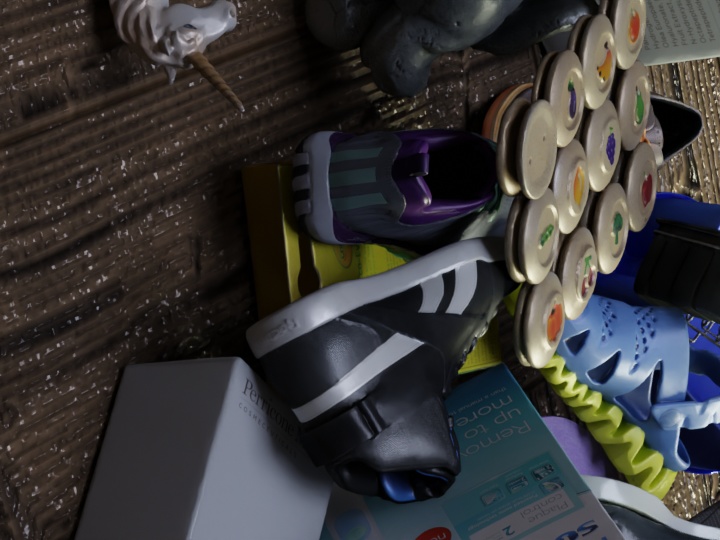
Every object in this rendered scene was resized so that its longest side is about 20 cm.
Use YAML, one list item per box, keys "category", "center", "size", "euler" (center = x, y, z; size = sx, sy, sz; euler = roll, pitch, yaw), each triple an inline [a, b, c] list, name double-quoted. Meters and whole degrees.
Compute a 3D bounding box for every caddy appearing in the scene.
- category: "caddy"
  center: [0.216, 0.041, 1.835]
  size: [0.200, 0.105, 0.142]
  euler: [47, 65, -31]

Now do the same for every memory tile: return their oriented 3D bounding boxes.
- category: "memory tile"
  center: [0.117, -0.054, 1.538]
  size: [0.200, 0.017, 0.154]
  euler: [-50, 140, -51]

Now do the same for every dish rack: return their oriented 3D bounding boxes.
- category: "dish rack"
  center: [0.256, 0.048, 1.691]
  size: [0.200, 0.153, 0.055]
  euler: [34, 87, -16]

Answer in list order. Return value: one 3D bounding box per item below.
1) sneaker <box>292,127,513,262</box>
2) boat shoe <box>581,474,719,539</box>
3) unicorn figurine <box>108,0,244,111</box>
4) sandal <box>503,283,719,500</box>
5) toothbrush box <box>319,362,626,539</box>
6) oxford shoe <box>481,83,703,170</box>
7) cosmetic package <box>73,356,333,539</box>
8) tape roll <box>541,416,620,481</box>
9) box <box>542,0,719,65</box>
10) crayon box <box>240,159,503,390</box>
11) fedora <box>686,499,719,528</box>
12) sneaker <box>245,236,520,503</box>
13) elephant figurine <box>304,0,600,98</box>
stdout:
- category: "sneaker"
  center: [0.051, -0.039, 1.510]
  size: [0.200, 0.087, 0.075]
  euler: [-5, 89, -57]
- category: "boat shoe"
  center: [0.173, 0.169, 1.648]
  size: [0.199, 0.075, 0.061]
  euler: [20, 69, -32]
- category: "unicorn figurine"
  center: [-0.092, -0.187, 1.429]
  size: [0.137, 0.074, 0.201]
  euler: [-44, 108, -39]
- category: "sandal"
  center: [0.146, 0.044, 1.646]
  size: [0.200, 0.087, 0.080]
  euler: [47, 13, -42]
- category: "toothbrush box"
  center: [0.051, 0.151, 1.440]
  size: [0.086, 0.146, 0.200]
  euler: [64, -2, -29]
- category: "oxford shoe"
  center: [0.138, -0.082, 1.756]
  size: [0.200, 0.073, 0.072]
  euler: [-21, 103, -56]
- category: "cosmetic package"
  center: [-0.083, 0.153, 1.386]
  size: [0.101, 0.071, 0.201]
  euler: [45, 50, -45]
- category: "tape roll"
  center: [0.086, 0.183, 1.649]
  size: [0.200, 0.065, 0.201]
  euler: [13, 75, -57]
- category: "box"
  center: [0.191, -0.255, 1.773]
  size: [0.199, 0.171, 0.201]
  euler: [-54, 130, -45]
- category: "crayon box"
  center: [0.000, 0.000, 1.553]
  size: [0.200, 0.051, 0.128]
  euler: [-8, 92, -58]
- category: "fedora"
  center: [0.222, 0.198, 1.805]
  size: [0.199, 0.177, 0.091]
  euler: [-17, 68, -37]
- category: "sneaker"
  center: [0.028, 0.055, 1.451]
  size: [0.200, 0.073, 0.112]
  euler: [-18, 82, -52]
- category: "elephant figurine"
  center: [0.072, -0.177, 1.591]
  size: [0.199, 0.155, 0.142]
  euler: [-13, 132, -45]
